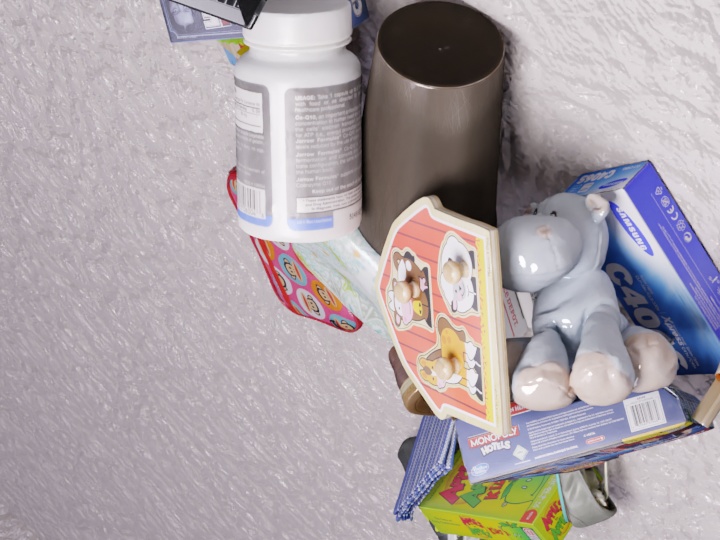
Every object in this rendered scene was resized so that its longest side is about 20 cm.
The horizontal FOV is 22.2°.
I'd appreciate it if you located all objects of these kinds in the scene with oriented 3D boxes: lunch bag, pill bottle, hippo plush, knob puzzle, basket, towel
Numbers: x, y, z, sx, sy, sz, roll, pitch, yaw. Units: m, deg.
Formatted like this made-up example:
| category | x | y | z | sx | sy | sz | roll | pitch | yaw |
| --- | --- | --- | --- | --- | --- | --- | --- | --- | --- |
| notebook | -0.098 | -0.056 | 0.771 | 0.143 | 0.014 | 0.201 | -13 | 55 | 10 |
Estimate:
| category | x | y | z | sx | sy | sz | roll | pitch | yaw |
| --- | --- | --- | --- | --- | --- | --- | --- | --- | --- |
| lunch bag | -0.062 | -0.038 | 1.993 | 0.176 | 0.082 | 0.201 | 19 | 140 | 49 |
| pill bottle | -0.054 | -0.135 | 1.612 | 0.113 | 0.113 | 0.202 | 18 | 115 | 43 |
| hippo plush | 0.191 | 0.017 | 1.553 | 0.159 | 0.199 | 0.162 | 4 | 107 | 49 |
| knob puzzle | 0.058 | 0.035 | 1.578 | 0.219 | 0.030 | 0.221 | 36 | 132 | 53 |
| basket | 0.063 | -0.126 | 1.632 | 0.201 | 0.135 | 0.181 | 95 | 161 | -49 |
| towel | 0.000 | 0.000 | 1.783 | 0.171 | 0.048 | 0.200 | 43 | 169 | 6 |
| towel | 0.086 | 0.185 | 2.015 | 0.024 | 0.146 | 0.200 | 21 | 152 | -5 |

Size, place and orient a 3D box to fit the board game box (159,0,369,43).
| category | x | y | z | sx | sy | sz | roll | pitch | yaw |
| --- | --- | --- | --- | --- | --- | --- | --- | --- | --- |
| board game box | -0.099 | -0.280 | 1.659 | 0.199 | 0.035 | 0.136 | -1 | 115 | 29 |

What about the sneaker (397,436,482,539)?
| category | x | y | z | sx | sy | sz | roll | pitch | yaw |
| --- | --- | --- | --- | --- | --- | --- | --- | --- | --- |
| sneaker | 0.105 | 0.274 | 2.185 | 0.084 | 0.074 | 0.201 | 18 | 133 | 52 |

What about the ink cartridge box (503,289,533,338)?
| category | x | y | z | sx | sy | sz | roll | pitch | yaw |
| --- | --- | --- | --- | --- | --- | --- | --- | --- | --- |
| ink cartridge box | 0.095 | 0.021 | 1.853 | 0.199 | 0.067 | 0.116 | 19 | 143 | 42 |

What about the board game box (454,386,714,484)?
| category | x | y | z | sx | sy | sz | roll | pitch | yaw |
| --- | --- | --- | --- | --- | --- | --- | --- | --- | --- |
| board game box | 0.210 | 0.140 | 1.659 | 0.200 | 0.199 | 0.062 | 17 | -123 | -70 |

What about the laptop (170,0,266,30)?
| category | x | y | z | sx | sy | sz | roll | pitch | yaw |
| --- | --- | --- | --- | --- | --- | --- | --- | --- | --- |
| laptop | -0.097 | -0.312 | 1.523 | 0.199 | 0.188 | 0.116 | 24 | 174 | 38 |

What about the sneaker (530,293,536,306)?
| category | x | y | z | sx | sy | sz | roll | pitch | yaw |
| --- | --- | --- | --- | --- | --- | --- | --- | --- | --- |
| sneaker | 0.219 | 0.080 | 1.783 | 0.201 | 0.076 | 0.089 | 62 | 180 | -29 |

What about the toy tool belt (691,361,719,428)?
| category | x | y | z | sx | sy | sz | roll | pitch | yaw |
| --- | --- | --- | --- | --- | --- | --- | --- | --- | --- |
| toy tool belt | 0.366 | 0.086 | 1.494 | 0.125 | 0.123 | 0.199 | 55 | 151 | -16 |

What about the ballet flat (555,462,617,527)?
| category | x | y | z | sx | sy | sz | roll | pitch | yaw |
| --- | --- | --- | --- | --- | --- | --- | --- | --- | --- |
| ballet flat | 0.216 | 0.168 | 1.885 | 0.063 | 0.067 | 0.201 | -15 | 105 | 18 |

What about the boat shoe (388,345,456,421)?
| category | x | y | z | sx | sy | sz | roll | pitch | yaw |
| --- | --- | --- | --- | --- | --- | --- | --- | --- | --- |
| boat shoe | 0.091 | 0.106 | 1.824 | 0.199 | 0.072 | 0.072 | 13 | -143 | -55 |

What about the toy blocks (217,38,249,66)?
| category | x | y | z | sx | sy | sz | roll | pitch | yaw |
| --- | --- | --- | --- | --- | --- | --- | --- | --- | --- |
| toy blocks | -0.077 | -0.206 | 1.784 | 0.200 | 0.100 | 0.137 | 39 | 163 | 37 |

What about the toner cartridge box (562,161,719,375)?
| category | x | y | z | sx | sy | sz | roll | pitch | yaw |
| --- | --- | --- | --- | --- | --- | --- | --- | --- | --- |
| toner cartridge box | 0.262 | 0.002 | 1.616 | 0.201 | 0.043 | 0.095 | 55 | 151 | -15 |

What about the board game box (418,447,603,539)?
| category | x | y | z | sx | sy | sz | roll | pitch | yaw |
| --- | --- | --- | --- | --- | --- | --- | --- | --- | --- |
| board game box | 0.162 | 0.244 | 2.010 | 0.048 | 0.102 | 0.199 | 49 | 154 | -24 |
